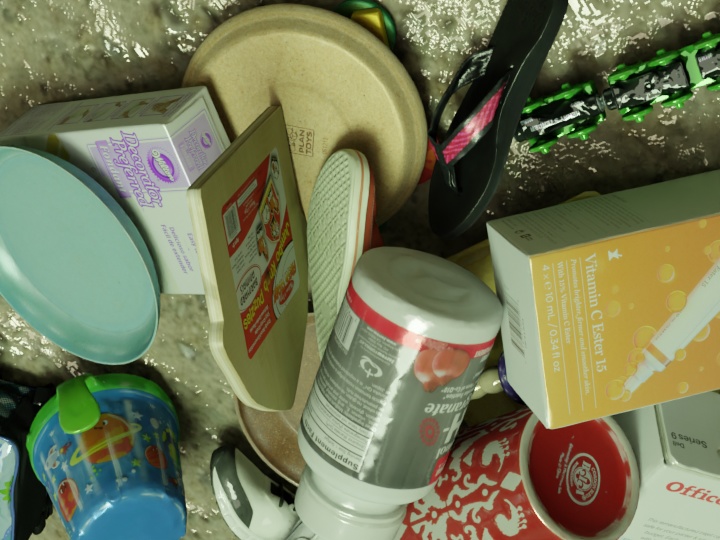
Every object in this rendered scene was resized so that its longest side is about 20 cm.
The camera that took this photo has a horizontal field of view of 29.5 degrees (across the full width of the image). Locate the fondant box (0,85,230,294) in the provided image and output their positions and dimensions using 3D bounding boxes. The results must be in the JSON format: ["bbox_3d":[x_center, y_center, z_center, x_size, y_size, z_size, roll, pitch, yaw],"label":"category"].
[{"bbox_3d":[-0.175,-0.057,1.050,0.198,0.058,0.146,-1,123,37],"label":"fondant box"}]

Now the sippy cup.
[{"bbox_3d":[-0.208,0.181,1.171,0.177,0.131,0.140,27,112,-38],"label":"sippy cup"}]

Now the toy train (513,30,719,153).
[{"bbox_3d":[0.197,-0.128,0.935,0.198,0.056,0.042,-18,100,25],"label":"toy train"}]

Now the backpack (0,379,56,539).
[{"bbox_3d":[-0.395,0.178,1.243,0.198,0.147,0.185,17,122,9],"label":"backpack"}]

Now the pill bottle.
[{"bbox_3d":[0.019,0.095,0.974,0.110,0.111,0.202,20,112,2],"label":"pill bottle"}]

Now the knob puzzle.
[{"bbox_3d":[-0.077,0.008,0.953,0.030,0.220,0.222,-2,121,15],"label":"knob puzzle"}]

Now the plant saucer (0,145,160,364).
[{"bbox_3d":[-0.230,-0.015,1.065,0.198,0.027,0.202,22,136,23],"label":"plant saucer"}]

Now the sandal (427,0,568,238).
[{"bbox_3d":[0.081,-0.118,0.952,0.045,0.075,0.202,8,116,-30],"label":"sandal"}]

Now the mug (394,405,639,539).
[{"bbox_3d":[0.111,0.193,1.019,0.132,0.180,0.200,-1,160,-32],"label":"mug"}]

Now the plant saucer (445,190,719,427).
[{"bbox_3d":[0.148,0.044,1.064,0.199,0.049,0.201,-25,112,27],"label":"plant saucer"}]

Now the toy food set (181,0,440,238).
[{"bbox_3d":[-0.039,-0.106,1.021,0.195,0.049,0.202,-3,120,17],"label":"toy food set"}]

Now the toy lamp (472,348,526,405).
[{"bbox_3d":[0.048,0.101,1.068,0.198,0.058,0.059,-18,116,31],"label":"toy lamp"}]

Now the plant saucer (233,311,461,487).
[{"bbox_3d":[-0.009,0.111,1.158,0.198,0.037,0.202,8,124,11],"label":"plant saucer"}]

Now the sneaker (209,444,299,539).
[{"bbox_3d":[-0.063,0.226,1.236,0.079,0.074,0.201,-30,115,14],"label":"sneaker"}]

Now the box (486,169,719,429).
[{"bbox_3d":[0.200,0.015,0.941,0.197,0.098,0.126,-13,108,-8],"label":"box"}]

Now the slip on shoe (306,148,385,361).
[{"bbox_3d":[0.000,0.000,1.019,0.061,0.074,0.202,-15,122,-21],"label":"slip on shoe"}]

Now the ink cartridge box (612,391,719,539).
[{"bbox_3d":[0.233,0.183,1.067,0.144,0.088,0.200,16,137,-20],"label":"ink cartridge box"}]

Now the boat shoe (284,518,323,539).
[{"bbox_3d":[-0.043,0.265,1.179,0.073,0.067,0.200,36,109,-19],"label":"boat shoe"}]
